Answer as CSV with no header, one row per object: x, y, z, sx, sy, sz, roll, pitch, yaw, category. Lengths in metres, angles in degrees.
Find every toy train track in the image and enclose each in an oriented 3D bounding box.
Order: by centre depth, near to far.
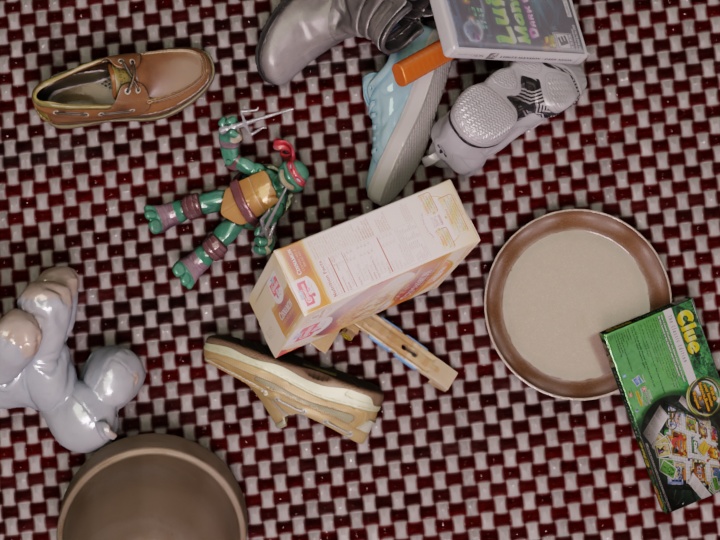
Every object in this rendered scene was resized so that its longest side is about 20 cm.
0.014,0.065,1.427,0.199,0.033,0.115,35,67,-2,toy train track

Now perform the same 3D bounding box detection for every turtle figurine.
-0.123,-0.073,1.412,0.199,0.101,0.151,-31,69,14,turtle figurine

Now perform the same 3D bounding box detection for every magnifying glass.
0.111,-0.245,1.409,0.199,0.022,0.080,-34,116,-31,magnifying glass

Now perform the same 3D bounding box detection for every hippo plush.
-0.307,0.112,1.370,0.160,0.159,0.201,36,68,-6,hippo plush

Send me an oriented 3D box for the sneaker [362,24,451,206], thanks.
0.034,-0.170,1.437,0.081,0.074,0.202,18,82,21,sneaker

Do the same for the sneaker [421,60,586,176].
0.149,-0.168,1.427,0.199,0.115,0.076,-30,84,-36,sneaker

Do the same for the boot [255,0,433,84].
-0.012,-0.259,1.407,0.200,0.070,0.131,-49,52,-2,boot

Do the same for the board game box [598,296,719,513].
0.330,0.140,1.393,0.104,0.023,0.202,-20,95,-3,board game box

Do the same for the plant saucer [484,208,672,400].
0.230,0.037,1.423,0.198,0.032,0.203,0,84,2,plant saucer

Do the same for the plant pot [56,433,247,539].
-0.207,0.283,1.316,0.197,0.174,0.203,-1,102,-6,plant pot

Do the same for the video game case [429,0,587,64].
0.141,-0.313,1.400,0.180,0.023,0.202,-3,71,-32,video game case

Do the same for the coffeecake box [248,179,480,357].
0.000,0.000,1.342,0.198,0.154,0.074,-23,79,-20,coffeecake box

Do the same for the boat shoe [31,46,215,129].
-0.255,-0.197,1.443,0.198,0.068,0.073,-18,83,-1,boat shoe

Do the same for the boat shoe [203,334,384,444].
-0.078,0.130,1.409,0.198,0.072,0.077,20,97,4,boat shoe
